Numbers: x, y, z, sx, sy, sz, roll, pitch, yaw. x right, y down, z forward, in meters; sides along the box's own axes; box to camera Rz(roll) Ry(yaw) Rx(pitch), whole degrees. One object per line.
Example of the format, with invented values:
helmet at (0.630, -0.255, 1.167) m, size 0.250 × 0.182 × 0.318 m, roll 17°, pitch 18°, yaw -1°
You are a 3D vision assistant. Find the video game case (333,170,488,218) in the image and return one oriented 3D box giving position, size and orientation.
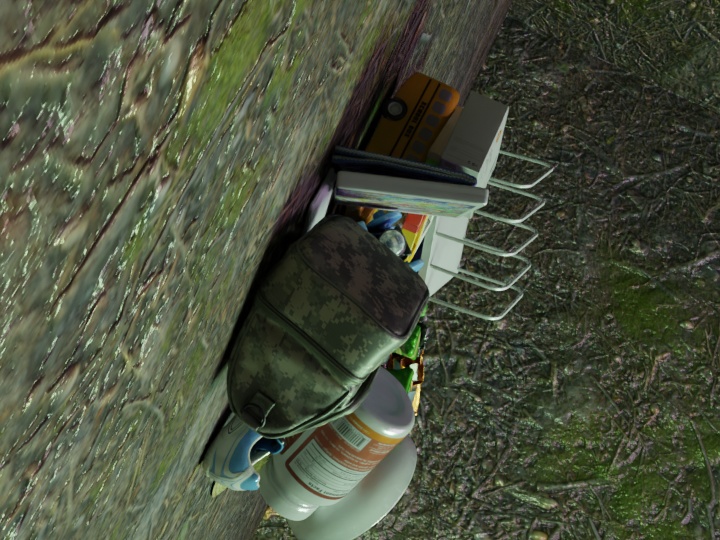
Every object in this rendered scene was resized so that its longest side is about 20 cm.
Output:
video game case at (0.044, -0.075, 1.101) m, size 0.200 × 0.141 × 0.018 m, roll 153°, pitch -56°, yaw -88°

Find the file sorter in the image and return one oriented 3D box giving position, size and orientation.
file sorter at (0.166, -0.053, 1.456) m, size 0.139 × 0.123 × 0.202 m, roll -34°, pitch 138°, yaw -58°

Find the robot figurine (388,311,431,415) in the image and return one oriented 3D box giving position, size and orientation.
robot figurine at (0.043, 0.091, 1.451) m, size 0.145 × 0.058 × 0.202 m, roll -134°, pitch -142°, yaw -53°

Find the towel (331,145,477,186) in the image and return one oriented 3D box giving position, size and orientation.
towel at (0.047, -0.094, 1.120) m, size 0.200 × 0.143 × 0.024 m, roll 7°, pitch 94°, yaw -85°

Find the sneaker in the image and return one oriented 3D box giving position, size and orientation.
sneaker at (-0.105, 0.157, 1.195) m, size 0.072 × 0.072 × 0.201 m, roll 110°, pitch 5°, yaw -48°

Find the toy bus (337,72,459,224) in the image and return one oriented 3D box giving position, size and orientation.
toy bus at (0.042, -0.135, 1.283) m, size 0.065 × 0.078 × 0.201 m, roll 108°, pitch 8°, yaw -66°

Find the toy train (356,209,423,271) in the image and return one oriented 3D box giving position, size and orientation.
toy train at (0.000, 0.000, 1.213) m, size 0.113 × 0.087 × 0.200 m, roll -25°, pitch 173°, yaw -10°

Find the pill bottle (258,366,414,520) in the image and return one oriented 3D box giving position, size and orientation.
pill bottle at (-0.035, 0.208, 1.309) m, size 0.200 × 0.112 × 0.112 m, roll -48°, pitch -175°, yaw 26°

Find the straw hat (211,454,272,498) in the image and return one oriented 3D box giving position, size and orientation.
straw hat at (-0.113, 0.225, 1.431) m, size 0.201 × 0.084 × 0.203 m, roll 90°, pitch 26°, yaw -84°

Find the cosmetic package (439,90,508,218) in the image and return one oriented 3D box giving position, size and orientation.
cosmetic package at (0.126, -0.126, 1.239) m, size 0.200 × 0.050 × 0.083 m, roll 73°, pitch 39°, yaw -79°

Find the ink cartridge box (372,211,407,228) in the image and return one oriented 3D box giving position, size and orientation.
ink cartridge box at (0.036, -0.100, 1.401) m, size 0.146 × 0.083 × 0.201 m, roll 110°, pitch 6°, yaw -55°

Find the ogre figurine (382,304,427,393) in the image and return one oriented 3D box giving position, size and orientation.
ogre figurine at (0.010, 0.109, 1.366) m, size 0.099 × 0.119 × 0.201 m, roll -65°, pitch 166°, yaw -46°

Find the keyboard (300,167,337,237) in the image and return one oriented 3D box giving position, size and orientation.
keyboard at (-0.058, -0.025, 1.134) m, size 0.056 × 0.011 × 0.201 m, roll -56°, pitch 172°, yaw -36°

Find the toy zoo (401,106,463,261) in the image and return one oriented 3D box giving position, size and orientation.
toy zoo at (0.079, -0.084, 1.312) m, size 0.131 × 0.020 × 0.201 m, roll -57°, pitch 168°, yaw -54°

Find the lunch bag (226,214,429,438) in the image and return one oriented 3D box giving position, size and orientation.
lunch bag at (-0.039, 0.057, 1.024) m, size 0.168 × 0.139 × 0.200 m, roll -49°, pitch -179°, yaw 18°

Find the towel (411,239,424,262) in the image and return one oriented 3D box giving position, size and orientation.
towel at (0.055, -0.039, 1.556) m, size 0.049 × 0.147 × 0.202 m, roll 14°, pitch 94°, yaw -53°

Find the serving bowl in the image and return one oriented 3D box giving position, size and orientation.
serving bowl at (-0.025, 0.263, 1.431) m, size 0.199 × 0.066 × 0.201 m, roll -30°, pitch -157°, yaw 14°
